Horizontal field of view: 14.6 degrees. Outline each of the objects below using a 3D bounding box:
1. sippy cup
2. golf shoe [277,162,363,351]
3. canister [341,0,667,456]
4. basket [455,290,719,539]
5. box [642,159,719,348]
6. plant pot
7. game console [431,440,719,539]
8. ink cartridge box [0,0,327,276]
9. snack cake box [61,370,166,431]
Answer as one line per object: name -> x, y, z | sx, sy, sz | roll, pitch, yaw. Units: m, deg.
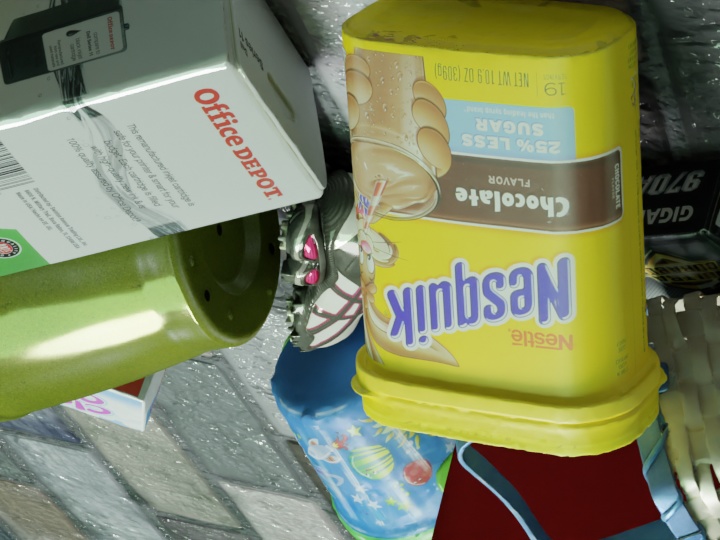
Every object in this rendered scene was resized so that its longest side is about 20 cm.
sippy cup -> 0.016, 0.088, 1.751 | 0.178, 0.140, 0.130 | -6, 140, 34
golf shoe -> 0.000, 0.000, 1.620 | 0.088, 0.077, 0.200 | 4, 163, 2
canister -> 0.065, -0.025, 1.339 | 0.148, 0.087, 0.200 | 8, 115, 28
basket -> 0.167, 0.095, 1.460 | 0.200, 0.139, 0.176 | -20, 147, 13
box -> 0.163, 0.003, 1.521 | 0.200, 0.046, 0.159 | -5, 149, 46
plant pot -> -0.156, -0.013, 1.584 | 0.193, 0.201, 0.200 | -5, 151, 25
game console -> 0.159, 0.123, 1.622 | 0.200, 0.119, 0.172 | 2, -174, 32
ink cartridge box -> -0.134, -0.080, 1.424 | 0.200, 0.083, 0.147 | -13, 150, 13
snack cake box -> -0.209, 0.010, 1.760 | 0.200, 0.115, 0.067 | 19, 160, 2
